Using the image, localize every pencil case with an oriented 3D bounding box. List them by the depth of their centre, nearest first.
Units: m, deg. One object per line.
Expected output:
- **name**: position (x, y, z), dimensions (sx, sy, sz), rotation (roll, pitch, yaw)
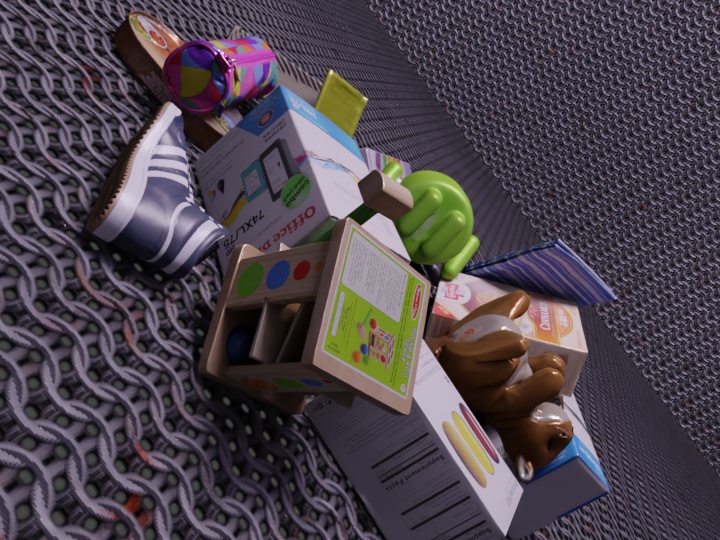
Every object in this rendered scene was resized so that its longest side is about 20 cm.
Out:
- **pencil case**: position (-0.161, -0.240, 0.846), dimensions (0.088, 0.088, 0.200), rotation (49, 20, -10)

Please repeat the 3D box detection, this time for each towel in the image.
- **towel**: position (-0.050, -0.167, 0.964), dimensions (0.018, 0.201, 0.086), rotation (14, -9, 40)
- **towel**: position (0.243, 0.024, 1.009), dimensions (0.145, 0.200, 0.024), rotation (37, 56, -27)

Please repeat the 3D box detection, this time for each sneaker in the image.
- **sneaker**: position (-0.177, -0.074, 0.660), dimensions (0.108, 0.070, 0.200), rotation (37, 33, -26)

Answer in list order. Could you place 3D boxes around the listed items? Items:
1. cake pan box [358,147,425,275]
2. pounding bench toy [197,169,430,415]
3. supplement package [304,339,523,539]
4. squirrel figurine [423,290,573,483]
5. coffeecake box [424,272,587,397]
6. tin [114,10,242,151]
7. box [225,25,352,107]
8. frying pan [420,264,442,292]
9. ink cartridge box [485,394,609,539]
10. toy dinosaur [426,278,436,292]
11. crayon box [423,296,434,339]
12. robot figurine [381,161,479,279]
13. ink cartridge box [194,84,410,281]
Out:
- **cake pan box**: position (0.040, -0.077, 1.077), dimensions (0.184, 0.052, 0.201), rotation (2, 78, -63)
- **pounding bench toy**: position (-0.037, 0.016, 0.629), dimensions (0.124, 0.156, 0.201), rotation (35, 58, -41)
- **supplement package**: position (0.056, 0.181, 0.702), dimensions (0.200, 0.109, 0.114), rotation (56, 21, 7)
- **squirrel figurine**: position (0.152, 0.157, 0.828), dimensions (0.187, 0.199, 0.142), rotation (63, 14, -15)
- **coffeecake box**: position (0.193, 0.079, 0.949), dimensions (0.199, 0.073, 0.154), rotation (14, 24, 6)
- **tin**: position (-0.222, -0.230, 0.864), dimensions (0.200, 0.042, 0.112), rotation (51, 17, -8)
- **box**: position (-0.113, -0.271, 1.023), dimensions (0.200, 0.069, 0.082), rotation (31, 8, -11)
- **frying pan**: position (0.127, 0.014, 1.099), dimensions (0.190, 0.031, 0.115), rotation (51, 17, -40)
- **ink cartridge box**: position (0.227, 0.232, 0.937), dimensions (0.084, 0.146, 0.200), rotation (46, 22, -20)
- **toy dinosaur**: position (0.000, 0.000, 0.926), dimensions (0.181, 0.105, 0.200), rotation (42, 4, 0)
- **crayon box**: position (0.150, 0.116, 1.006), dimensions (0.125, 0.052, 0.200), rotation (16, 25, 1)
- **robot figurine**: position (0.094, -0.076, 0.961), dimensions (0.175, 0.116, 0.200), rotation (41, 13, -7)
- **ink cartridge box**: position (-0.068, -0.064, 0.774), dimensions (0.146, 0.147, 0.200), rotation (29, 31, -49)
